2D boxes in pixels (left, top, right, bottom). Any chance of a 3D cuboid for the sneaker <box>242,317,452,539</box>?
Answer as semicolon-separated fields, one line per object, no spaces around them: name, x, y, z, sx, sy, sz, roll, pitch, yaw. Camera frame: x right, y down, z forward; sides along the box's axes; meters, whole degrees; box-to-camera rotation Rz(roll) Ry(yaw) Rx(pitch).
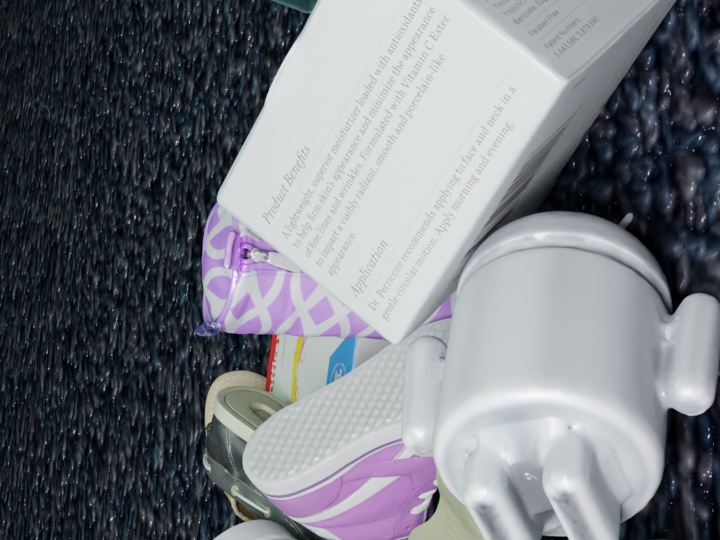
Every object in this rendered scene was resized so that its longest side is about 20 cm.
sneaker;0.041;0.100;1.092;0.200;0.114;0.073;-24;44;17

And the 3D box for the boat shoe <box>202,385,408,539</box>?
boat shoe;-0.030;0.157;1.189;0.200;0.072;0.068;39;115;32

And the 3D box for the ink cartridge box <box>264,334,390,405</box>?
ink cartridge box;-0.011;0.046;1.257;0.200;0.067;0.117;174;105;-67

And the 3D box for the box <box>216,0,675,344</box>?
box;0.054;-0.103;0.973;0.200;0.130;0.199;-42;-12;-49

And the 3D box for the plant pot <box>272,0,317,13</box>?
plant pot;-0.071;-0.345;1.484;0.142;0.140;0.201;125;154;-45

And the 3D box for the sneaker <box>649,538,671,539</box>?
sneaker;0.104;0.171;0.929;0.200;0.071;0.080;127;141;-49

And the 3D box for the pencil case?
pencil case;0.000;0.000;1.089;0.085;0.199;0.085;138;131;-63

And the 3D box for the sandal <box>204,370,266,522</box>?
sandal;-0.058;0.154;1.279;0.070;0.077;0.213;101;156;-64

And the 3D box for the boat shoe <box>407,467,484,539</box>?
boat shoe;0.071;0.150;1.035;0.074;0.063;0.202;53;146;37

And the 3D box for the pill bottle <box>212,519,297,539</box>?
pill bottle;-0.021;0.236;1.075;0.200;0.112;0.113;38;117;43

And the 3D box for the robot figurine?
robot figurine;0.097;0.051;0.913;0.201;0.168;0.113;-77;-28;-43
